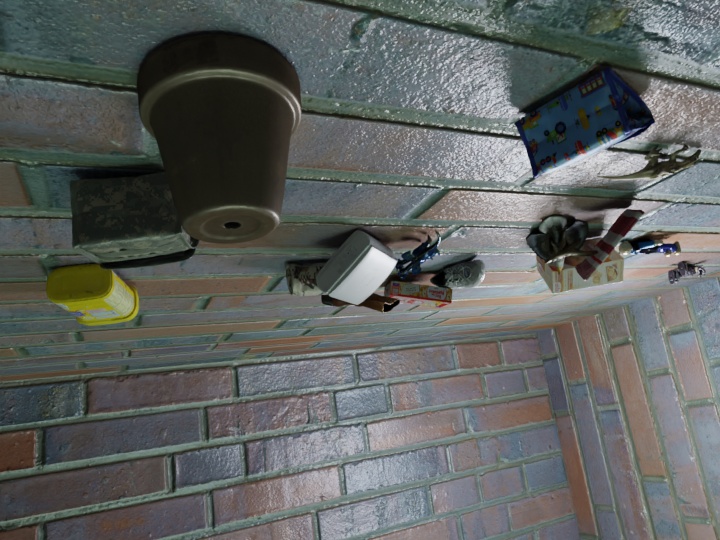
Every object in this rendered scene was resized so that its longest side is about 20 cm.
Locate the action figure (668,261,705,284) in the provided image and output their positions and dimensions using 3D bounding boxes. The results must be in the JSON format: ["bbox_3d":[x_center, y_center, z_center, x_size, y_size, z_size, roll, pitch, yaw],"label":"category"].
[{"bbox_3d":[1.313,0.012,2.190,0.195,0.072,0.129,0,158,-39],"label":"action figure"}]

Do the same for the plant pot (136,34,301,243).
[{"bbox_3d":[-0.156,-0.135,0.634,0.192,0.182,0.201,-8,164,-2],"label":"plant pot"}]

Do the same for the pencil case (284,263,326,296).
[{"bbox_3d":[-0.098,0.016,1.389,0.192,0.093,0.078,-4,-167,-16],"label":"pencil case"}]

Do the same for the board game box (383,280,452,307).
[{"bbox_3d":[0.177,0.076,1.705,0.192,0.048,0.152,7,170,-4],"label":"board game box"}]

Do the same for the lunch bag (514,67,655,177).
[{"bbox_3d":[0.357,-0.218,0.840,0.148,0.097,0.196,-24,171,41],"label":"lunch bag"}]

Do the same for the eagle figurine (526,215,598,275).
[{"bbox_3d":[0.515,-0.068,1.406,0.148,0.154,0.200,29,-156,7],"label":"eagle figurine"}]

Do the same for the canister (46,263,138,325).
[{"bbox_3d":[-0.603,0.057,1.232,0.142,0.090,0.201,-6,163,-10],"label":"canister"}]

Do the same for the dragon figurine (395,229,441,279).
[{"bbox_3d":[0.140,-0.031,1.315,0.098,0.060,0.200,-36,179,-16],"label":"dragon figurine"}]

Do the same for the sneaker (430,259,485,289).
[{"bbox_3d":[0.291,0.021,1.623,0.080,0.078,0.198,1,163,-36],"label":"sneaker"}]

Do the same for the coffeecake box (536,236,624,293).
[{"bbox_3d":[0.616,-0.017,1.533,0.192,0.076,0.155,-10,-154,4],"label":"coffeecake box"}]

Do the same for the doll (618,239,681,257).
[{"bbox_3d":[0.895,-0.072,1.688,0.192,0.051,0.136,1,173,-10],"label":"doll"}]

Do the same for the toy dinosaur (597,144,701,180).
[{"bbox_3d":[0.575,-0.196,1.054,0.192,0.061,0.101,-12,166,11],"label":"toy dinosaur"}]

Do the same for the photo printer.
[{"bbox_3d":[0.000,0.000,1.286,0.167,0.070,0.199,-47,155,9],"label":"photo printer"}]

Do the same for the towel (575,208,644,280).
[{"bbox_3d":[0.604,-0.067,1.324,0.202,0.023,0.144,-54,172,15],"label":"towel"}]

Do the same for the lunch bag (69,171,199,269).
[{"bbox_3d":[-0.353,-0.069,0.874,0.157,0.123,0.200,-7,171,-10],"label":"lunch bag"}]

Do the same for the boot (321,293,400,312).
[{"bbox_3d":[0.017,0.063,1.480,0.193,0.072,0.187,5,-174,25],"label":"boot"}]
